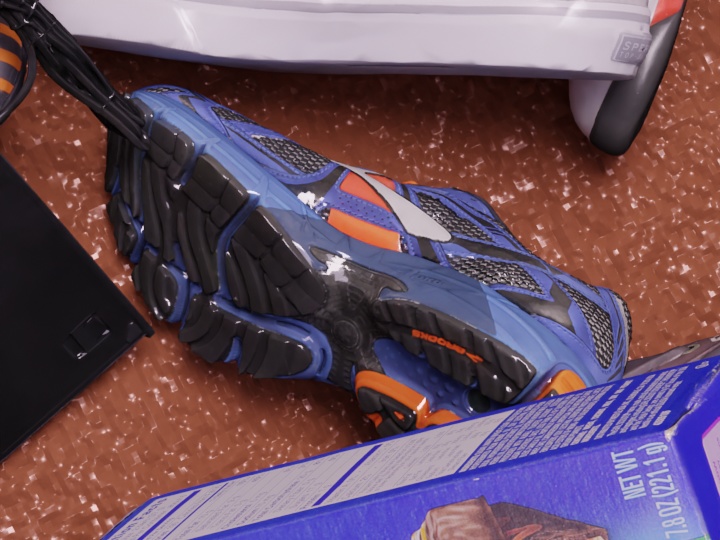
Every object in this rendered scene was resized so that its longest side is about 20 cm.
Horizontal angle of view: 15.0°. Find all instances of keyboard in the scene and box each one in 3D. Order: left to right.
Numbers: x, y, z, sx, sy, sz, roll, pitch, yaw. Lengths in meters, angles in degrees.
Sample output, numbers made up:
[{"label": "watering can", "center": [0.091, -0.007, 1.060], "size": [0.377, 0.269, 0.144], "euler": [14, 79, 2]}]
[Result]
[{"label": "keyboard", "center": [-0.126, -0.034, 0.824], "size": [0.127, 0.200, 0.021], "euler": [-41, 41, -3]}]

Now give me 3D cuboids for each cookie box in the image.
[{"label": "cookie box", "center": [0.033, 0.134, 0.784], "size": [0.199, 0.075, 0.172], "euler": [-16, 97, 25]}]

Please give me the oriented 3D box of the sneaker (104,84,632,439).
[{"label": "sneaker", "center": [0.000, 0.000, 0.872], "size": [0.200, 0.076, 0.078], "euler": [34, 39, 20]}]

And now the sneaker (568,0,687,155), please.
[{"label": "sneaker", "center": [0.066, -0.143, 0.922], "size": [0.107, 0.067, 0.203], "euler": [14, 76, 0]}]

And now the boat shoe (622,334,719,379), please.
[{"label": "boat shoe", "center": [0.099, 0.056, 0.882], "size": [0.200, 0.065, 0.072], "euler": [-34, 127, -25]}]

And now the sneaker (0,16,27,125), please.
[{"label": "sneaker", "center": [-0.196, -0.083, 0.805], "size": [0.199, 0.112, 0.078], "euler": [7, 72, -7]}]

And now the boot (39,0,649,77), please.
[{"label": "boot", "center": [-0.005, -0.113, 0.867], "size": [0.199, 0.074, 0.096], "euler": [3, 91, 12]}]
